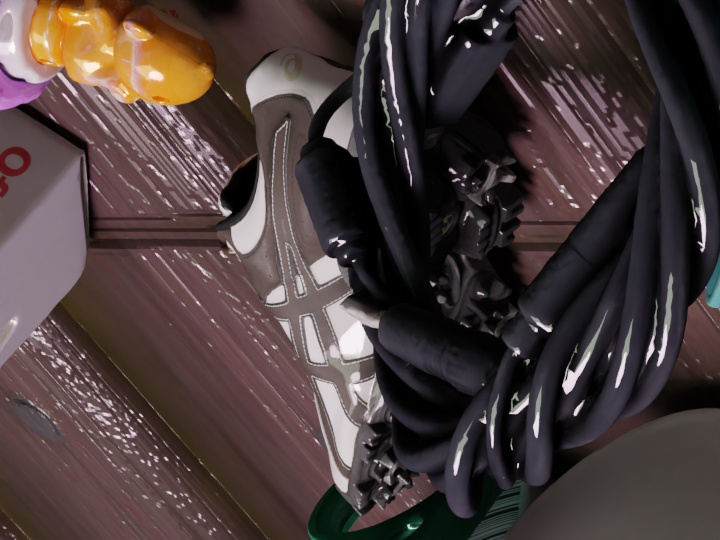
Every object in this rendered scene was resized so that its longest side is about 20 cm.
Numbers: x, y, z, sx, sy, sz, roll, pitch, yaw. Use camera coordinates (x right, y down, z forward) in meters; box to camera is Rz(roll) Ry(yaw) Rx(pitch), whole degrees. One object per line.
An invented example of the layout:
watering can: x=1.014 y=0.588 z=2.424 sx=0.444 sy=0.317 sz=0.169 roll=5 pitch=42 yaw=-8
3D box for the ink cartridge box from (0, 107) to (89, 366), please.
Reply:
ink cartridge box: x=-0.223 y=-0.027 z=1.156 sx=0.200 sy=0.145 sz=0.088 roll=34 pitch=154 yaw=13

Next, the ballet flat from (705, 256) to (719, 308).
ballet flat: x=0.132 y=-0.044 z=0.747 sx=0.065 sy=0.071 sz=0.200 roll=8 pitch=155 yaw=2

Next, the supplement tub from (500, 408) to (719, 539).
supplement tub: x=0.137 y=0.156 z=0.966 sx=0.200 sy=0.145 sz=0.144 roll=48 pitch=154 yaw=-21

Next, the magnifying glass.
magnifying glass: x=0.016 y=0.097 z=1.021 sx=0.022 sy=0.079 sz=0.200 roll=59 pitch=-168 yaw=-12

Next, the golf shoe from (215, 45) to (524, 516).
golf shoe: x=0.000 y=0.000 z=0.989 sx=0.094 sy=0.078 sz=0.201 roll=36 pitch=148 yaw=22

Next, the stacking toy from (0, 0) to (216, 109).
stacking toy: x=-0.135 y=-0.091 z=0.997 sx=0.199 sy=0.110 sz=0.116 roll=14 pitch=163 yaw=23

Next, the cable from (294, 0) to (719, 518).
cable: x=0.040 y=-0.028 z=0.796 sx=0.051 sy=0.164 sz=0.200 roll=6 pitch=154 yaw=-28

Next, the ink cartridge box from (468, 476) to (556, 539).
ink cartridge box: x=0.089 y=0.197 z=1.067 sx=0.043 sy=0.197 sz=0.200 roll=-25 pitch=122 yaw=23
